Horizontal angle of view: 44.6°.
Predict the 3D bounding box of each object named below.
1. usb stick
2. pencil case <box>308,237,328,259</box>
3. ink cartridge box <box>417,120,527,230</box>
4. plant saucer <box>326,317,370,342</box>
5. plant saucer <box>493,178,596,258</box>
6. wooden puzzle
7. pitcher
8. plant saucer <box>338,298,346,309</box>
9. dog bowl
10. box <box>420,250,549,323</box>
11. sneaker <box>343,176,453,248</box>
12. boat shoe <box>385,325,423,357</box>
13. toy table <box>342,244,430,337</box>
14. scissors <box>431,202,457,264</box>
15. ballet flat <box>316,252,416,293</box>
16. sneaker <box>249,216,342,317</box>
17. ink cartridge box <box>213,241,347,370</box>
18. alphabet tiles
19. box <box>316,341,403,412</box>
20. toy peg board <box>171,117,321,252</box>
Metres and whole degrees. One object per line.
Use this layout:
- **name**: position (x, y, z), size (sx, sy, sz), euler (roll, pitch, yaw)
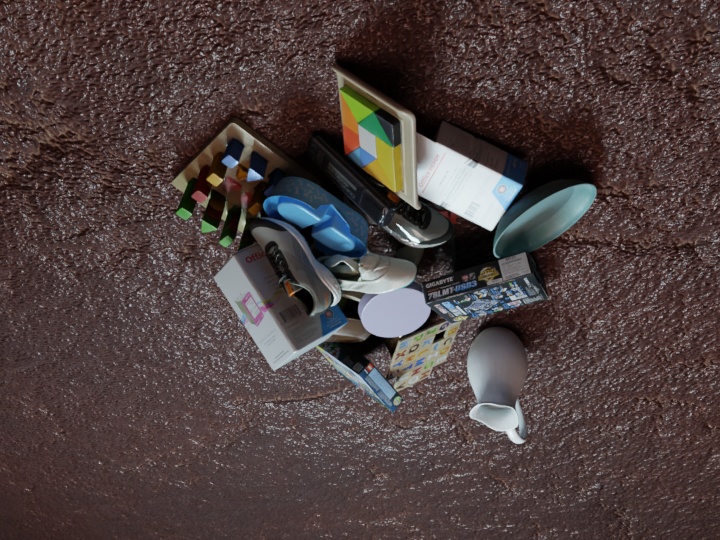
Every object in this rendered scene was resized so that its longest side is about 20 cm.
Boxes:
- **usb stick**: position (-0.017, -0.149, 1.446), size (0.200, 0.032, 0.056), euler (45, 144, 22)
- **pencil case**: position (-0.112, -0.001, 1.644), size (0.199, 0.078, 0.090), euler (-38, 97, 24)
- **ink cartridge box**: position (0.158, -0.164, 1.445), size (0.198, 0.068, 0.116), euler (26, 135, -4)
- **plant saucer**: position (-0.069, 0.115, 1.705), size (0.198, 0.035, 0.200), euler (4, 169, 1)
- **plant saucer**: position (0.301, -0.093, 1.472), size (0.198, 0.036, 0.200), euler (-25, 157, -11)
- **wooden puzzle**: position (0.022, -0.205, 1.377), size (0.185, 0.037, 0.201), euler (40, 154, 36)
- **pitcher**: position (0.284, 0.230, 1.754), size (0.120, 0.201, 0.172), euler (-21, 130, 28)
- **plant saucer**: position (-0.126, 0.051, 1.763), size (0.198, 0.031, 0.201), euler (5, 137, 4)
- **dog bowl**: position (-0.068, -0.089, 1.482), size (0.199, 0.050, 0.111), euler (34, 152, -26)
- **box**: position (0.230, 0.036, 1.594), size (0.197, 0.050, 0.200), euler (-15, 161, 16)
- **sneaker**: position (0.069, -0.100, 1.508), size (0.198, 0.075, 0.079), euler (22, 156, -9)
- **boat shoe**: position (0.090, 0.151, 1.813), size (0.068, 0.072, 0.201), euler (29, 149, 20)
- **toy table**: position (0.049, 0.031, 1.610), size (0.182, 0.118, 0.201), euler (-21, 150, -2)
- **scissors**: position (0.154, -0.085, 1.584), size (0.072, 0.014, 0.201), euler (8, 138, 0)
- **ballet flat**: position (0.000, 0.000, 1.485), size (0.198, 0.070, 0.070), euler (-2, 140, 39)
- **sneaker**: position (-0.117, -0.008, 1.481), size (0.200, 0.079, 0.074), euler (48, 140, -1)
- **ink cartridge box**: position (-0.139, 0.049, 1.536), size (0.085, 0.144, 0.201), euler (-39, 81, 42)
- **alphabet tiles**: position (0.124, 0.175, 1.788), size (0.166, 0.008, 0.201), euler (-22, 146, -29)
- **box**: position (-0.011, 0.201, 1.805), size (0.199, 0.038, 0.137), euler (29, 163, 52)
- **toy peg board**: position (-0.208, -0.127, 1.539), size (0.199, 0.098, 0.199), euler (35, 132, -25)
